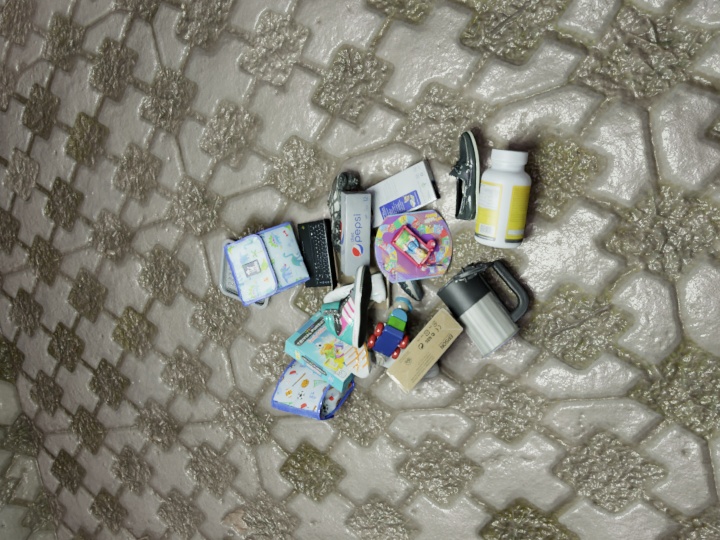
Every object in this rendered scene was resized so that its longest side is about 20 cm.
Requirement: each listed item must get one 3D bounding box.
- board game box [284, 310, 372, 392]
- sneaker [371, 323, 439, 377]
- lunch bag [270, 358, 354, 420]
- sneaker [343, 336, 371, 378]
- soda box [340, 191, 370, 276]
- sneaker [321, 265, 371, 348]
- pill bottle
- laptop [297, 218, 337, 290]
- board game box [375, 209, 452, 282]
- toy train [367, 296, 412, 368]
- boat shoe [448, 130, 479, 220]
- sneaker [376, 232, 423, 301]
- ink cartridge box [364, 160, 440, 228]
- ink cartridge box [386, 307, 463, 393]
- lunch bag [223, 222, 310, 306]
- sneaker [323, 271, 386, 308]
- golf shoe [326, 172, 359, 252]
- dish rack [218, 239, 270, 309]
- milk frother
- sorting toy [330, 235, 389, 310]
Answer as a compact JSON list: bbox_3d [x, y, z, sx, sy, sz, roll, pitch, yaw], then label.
[{"bbox_3d":[-0.084,0.214,1.555,0.196,0.150,0.048,31,134,20],"label":"board game box"},{"bbox_3d":[0.115,0.199,1.488,0.194,0.073,0.120,12,109,28],"label":"sneaker"},{"bbox_3d":[-0.130,0.324,1.573,0.164,0.200,0.128,5,119,27],"label":"lunch bag"},{"bbox_3d":[-0.007,0.188,1.514,0.078,0.076,0.205,-38,53,26],"label":"sneaker"},{"bbox_3d":[-0.013,-0.094,1.452,0.066,0.063,0.208,-3,104,-14],"label":"soda box"},{"bbox_3d":[-0.039,0.082,1.441,0.117,0.083,0.208,10,98,22],"label":"sneaker"},{"bbox_3d":[0.319,-0.161,1.278,0.109,0.111,0.208,12,106,26],"label":"pill bottle"},{"bbox_3d":[-0.122,-0.040,1.536,0.195,0.102,0.185,-4,95,41],"label":"laptop"},{"bbox_3d":[0.132,-0.059,1.383,0.192,0.039,0.165,-7,93,-8],"label":"board game box"},{"bbox_3d":[0.072,0.156,1.435,0.082,0.118,0.202,24,149,0],"label":"toy train"},{"bbox_3d":[0.236,-0.216,1.330,0.063,0.075,0.207,-8,106,-6],"label":"boat shoe"},{"bbox_3d":[0.120,-0.020,1.440,0.085,0.077,0.205,-30,105,-10],"label":"sneaker"},{"bbox_3d":[0.097,-0.188,1.442,0.195,0.039,0.103,-21,89,30],"label":"ink cartridge box"},{"bbox_3d":[0.150,0.195,1.371,0.075,0.165,0.201,41,85,11],"label":"ink cartridge box"},{"bbox_3d":[-0.260,-0.016,1.576,0.127,0.195,0.176,-26,85,65],"label":"lunch bag"},{"bbox_3d":[-0.017,0.070,1.502,0.196,0.070,0.083,-20,91,34],"label":"sneaker"},{"bbox_3d":[-0.049,-0.153,1.514,0.094,0.075,0.208,20,103,62],"label":"golf shoe"},{"bbox_3d":[-0.337,0.007,1.726,0.194,0.043,0.178,17,109,26],"label":"dish rack"},{"bbox_3d":[0.278,0.079,1.300,0.180,0.199,0.190,-43,79,24],"label":"milk frother"},{"bbox_3d":[0.000,0.000,1.540,0.194,0.036,0.193,7,103,33],"label":"sorting toy"}]
